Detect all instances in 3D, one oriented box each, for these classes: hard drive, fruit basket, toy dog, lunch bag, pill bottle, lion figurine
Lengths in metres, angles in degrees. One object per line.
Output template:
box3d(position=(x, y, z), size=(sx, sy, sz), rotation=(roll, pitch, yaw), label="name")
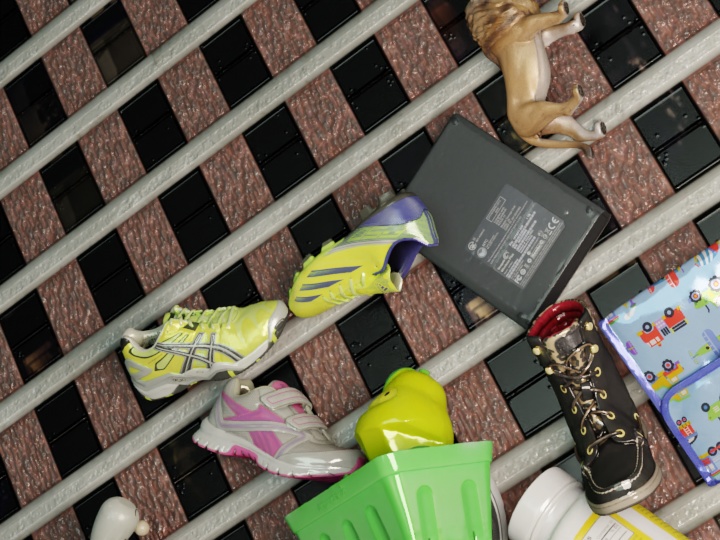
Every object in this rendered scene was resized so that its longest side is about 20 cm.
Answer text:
box3d(position=(0.133, -0.050, 1.677), size=(0.199, 0.033, 0.140), rotation=(36, 96, 28), label="hard drive")
box3d(position=(0.030, 0.188, 1.586), size=(0.215, 0.154, 0.219), rotation=(4, 95, 56), label="fruit basket")
box3d(position=(-0.257, 0.345, 1.749), size=(0.133, 0.095, 0.201), rotation=(-89, 22, -53), label="toy dog")
box3d(position=(0.337, 0.088, 1.526), size=(0.150, 0.094, 0.201), rotation=(-35, 82, 15), label="lunch bag")
box3d(position=(0.235, 0.266, 1.513), size=(0.199, 0.111, 0.112), rotation=(35, 95, 28), label="pill bottle")
box3d(position=(0.169, -0.196, 1.671), size=(0.121, 0.072, 0.203), rotation=(-14, 77, 31), label="lion figurine")

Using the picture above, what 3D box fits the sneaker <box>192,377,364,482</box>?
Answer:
box3d(position=(-0.080, 0.161, 1.711), size=(0.198, 0.081, 0.089), rotation=(15, 87, 28), label="sneaker")

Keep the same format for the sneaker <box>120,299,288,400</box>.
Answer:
box3d(position=(-0.168, 0.073, 1.765), size=(0.198, 0.077, 0.076), rotation=(-24, 26, 18), label="sneaker")

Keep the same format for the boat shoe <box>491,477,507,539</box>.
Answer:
box3d(position=(0.107, 0.271, 1.607), size=(0.068, 0.056, 0.202), rotation=(-19, 71, 22), label="boat shoe")

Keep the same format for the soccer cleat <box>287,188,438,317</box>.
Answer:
box3d(position=(0.000, 0.000, 1.698), size=(0.200, 0.064, 0.084), rotation=(-42, 73, 31), label="soccer cleat")

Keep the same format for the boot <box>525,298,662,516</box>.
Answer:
box3d(position=(0.206, 0.119, 1.487), size=(0.073, 0.200, 0.152), rotation=(-24, 103, 16), label="boot")
